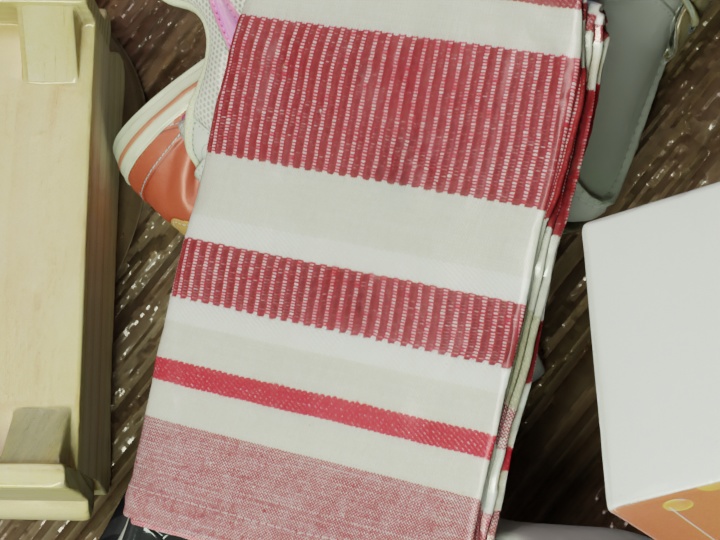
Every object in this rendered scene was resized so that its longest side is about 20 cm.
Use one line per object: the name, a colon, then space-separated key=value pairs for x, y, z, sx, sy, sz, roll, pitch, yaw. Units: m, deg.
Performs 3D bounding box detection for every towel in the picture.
towel: x=0.000 y=0.000 z=0.846 sx=0.143 sy=0.023 sz=0.201 roll=11 pitch=87 yaw=34

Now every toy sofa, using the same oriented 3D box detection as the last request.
toy sofa: x=-0.140 y=-0.006 z=0.984 sx=0.082 sy=0.098 sz=0.201 roll=1 pitch=80 yaw=3

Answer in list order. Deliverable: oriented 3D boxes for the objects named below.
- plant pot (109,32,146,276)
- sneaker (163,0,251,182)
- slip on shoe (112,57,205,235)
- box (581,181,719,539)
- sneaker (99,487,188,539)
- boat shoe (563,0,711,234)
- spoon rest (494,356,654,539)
plant pot: x=-0.193 y=-0.042 z=1.078 sx=0.200 sy=0.093 sz=0.202 roll=-14 pitch=62 yaw=28
sneaker: x=-0.016 y=-0.041 z=0.928 sx=0.088 sy=0.081 sz=0.201 roll=-15 pitch=87 yaw=13
slip on shoe: x=-0.005 y=-0.081 z=0.989 sx=0.200 sy=0.074 sz=0.061 roll=-38 pitch=75 yaw=13
box: x=0.184 y=0.023 z=0.766 sx=0.199 sy=0.124 sz=0.098 roll=-17 pitch=60 yaw=28
sneaker: x=-0.062 y=0.107 z=0.945 sx=0.071 sy=0.083 sz=0.201 roll=28 pitch=104 yaw=-2
boat shoe: x=0.092 y=-0.111 z=0.925 sx=0.068 sy=0.075 sz=0.201 roll=-10 pitch=63 yaw=37
spoon rest: x=0.070 y=0.095 z=0.839 sx=0.060 sy=0.099 sz=0.200 roll=-33 pitch=42 yaw=2
